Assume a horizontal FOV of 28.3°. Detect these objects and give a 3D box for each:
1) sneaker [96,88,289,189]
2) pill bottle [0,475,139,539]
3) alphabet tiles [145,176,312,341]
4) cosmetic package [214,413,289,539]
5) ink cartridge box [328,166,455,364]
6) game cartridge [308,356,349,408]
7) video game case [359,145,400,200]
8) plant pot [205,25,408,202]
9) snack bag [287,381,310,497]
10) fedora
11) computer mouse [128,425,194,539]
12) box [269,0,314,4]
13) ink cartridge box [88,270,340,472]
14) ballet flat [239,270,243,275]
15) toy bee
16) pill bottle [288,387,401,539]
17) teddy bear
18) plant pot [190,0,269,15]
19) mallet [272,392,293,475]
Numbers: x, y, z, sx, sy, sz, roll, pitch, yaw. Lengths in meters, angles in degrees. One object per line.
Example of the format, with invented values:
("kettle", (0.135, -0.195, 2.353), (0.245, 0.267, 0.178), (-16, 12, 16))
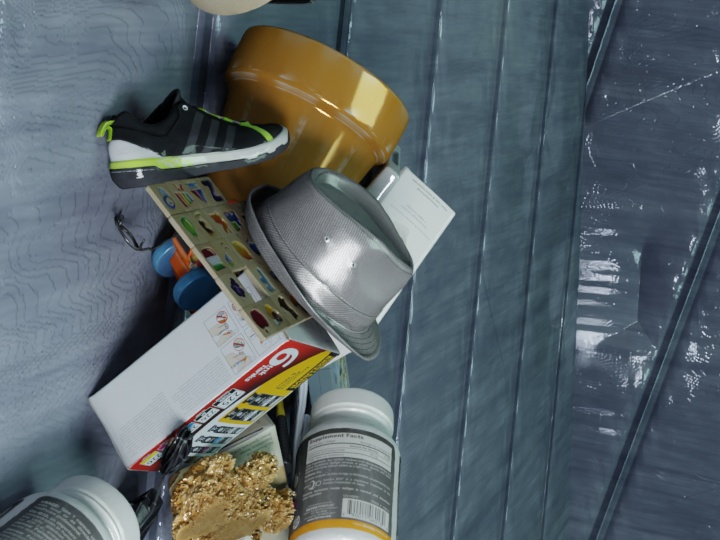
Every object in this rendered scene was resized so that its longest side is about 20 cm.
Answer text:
("sneaker", (-0.153, -0.133, 1.349), (0.199, 0.071, 0.084), (-16, 98, -37))
("pill bottle", (-0.268, 0.251, 1.159), (0.200, 0.112, 0.114), (-39, 131, -62))
("alphabet tiles", (-0.104, -0.018, 1.308), (0.168, 0.008, 0.200), (52, 17, 5))
("cosmetic package", (-0.132, 0.243, 1.523), (0.104, 0.071, 0.202), (-25, 127, -20))
("ink cartridge box", (0.000, 0.000, 1.592), (0.201, 0.085, 0.146), (-52, -172, -26))
("game cartridge", (-0.040, 0.139, 1.812), (0.134, 0.041, 0.202), (-91, 175, -58))
("video game case", (-0.027, -0.056, 1.617), (0.200, 0.023, 0.182), (-48, -172, 12))
("plant pot", (-0.076, -0.126, 1.508), (0.185, 0.199, 0.200), (-63, 155, -10))
("snack bag", (-0.072, 0.196, 1.682), (0.189, 0.021, 0.202), (105, -10, -67))
("fedora", (-0.017, -0.022, 1.364), (0.200, 0.090, 0.177), (48, 19, -7))
("computer mouse", (-0.201, 0.208, 1.331), (0.201, 0.034, 0.059), (-59, 173, 36))
("box", (-0.078, -0.416, 1.546), (0.164, 0.085, 0.202), (-63, 150, -47))
("ink cartridge box", (-0.128, 0.104, 1.375), (0.084, 0.199, 0.175), (55, 12, 19))
("ballet flat", (-0.129, 0.068, 1.555), (0.072, 0.071, 0.203), (41, 56, -65))
("toy bee", (-0.147, -0.012, 1.401), (0.131, 0.108, 0.200), (55, -3, 13))
("pill bottle", (-0.015, 0.233, 1.526), (0.117, 0.115, 0.201), (73, 15, -45))
("teddy bear", (-0.135, 0.236, 1.418), (0.145, 0.067, 0.199), (-50, 150, 16))
("plant pot", (-0.153, -0.358, 1.265), (0.200, 0.186, 0.189), (31, 66, -52))
("mallet", (-0.091, 0.157, 1.614), (0.200, 0.041, 0.067), (-106, -166, -69))
